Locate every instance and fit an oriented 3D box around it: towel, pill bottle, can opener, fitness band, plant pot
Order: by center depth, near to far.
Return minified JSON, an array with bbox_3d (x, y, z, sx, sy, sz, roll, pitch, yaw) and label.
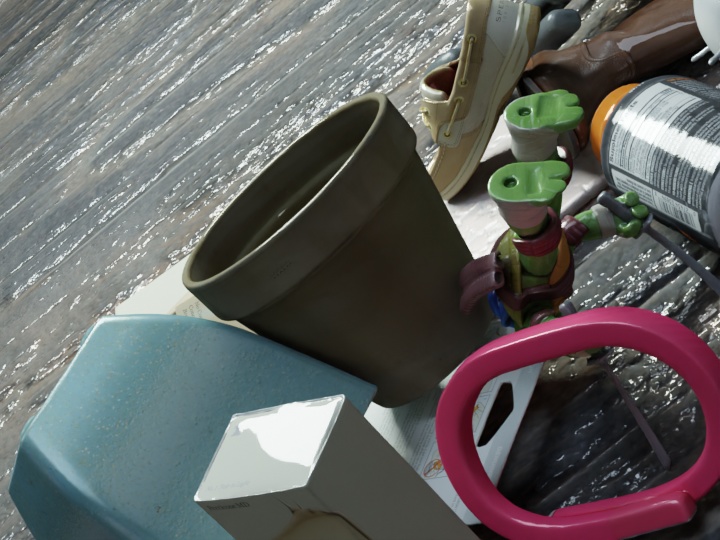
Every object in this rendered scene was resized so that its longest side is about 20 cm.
[{"bbox_3d":[0.141,0.100,1.135,0.200,0.144,0.037,-19,8,31],"label":"fitness band"},{"bbox_3d":[-0.135,0.142,1.283,0.196,0.200,0.196,-59,0,-29],"label":"plant pot"},{"bbox_3d":[0.242,-0.079,1.289,0.106,0.106,0.200,-44,28,-3],"label":"pill bottle"},{"bbox_3d":[0.000,0.000,1.302,0.200,0.174,0.200,-40,15,13],"label":"plant pot"},{"bbox_3d":[0.136,-0.071,1.486,0.191,0.032,0.200,-41,28,4],"label":"towel"},{"bbox_3d":[0.116,-0.186,1.568,0.200,0.067,0.053,-42,58,59],"label":"can opener"}]

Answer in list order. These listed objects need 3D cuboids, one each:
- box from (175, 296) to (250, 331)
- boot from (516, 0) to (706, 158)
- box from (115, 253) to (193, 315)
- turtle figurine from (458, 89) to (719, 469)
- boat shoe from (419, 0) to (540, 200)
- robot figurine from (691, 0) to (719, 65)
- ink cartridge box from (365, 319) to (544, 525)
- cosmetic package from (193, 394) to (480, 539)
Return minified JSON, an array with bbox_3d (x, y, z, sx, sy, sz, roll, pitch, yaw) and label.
[{"bbox_3d":[-0.043,0.029,1.476,0.200,0.078,0.095,-32,61,20],"label":"box"},{"bbox_3d":[0.227,-0.170,1.435,0.200,0.064,0.186,-23,26,3],"label":"boot"},{"bbox_3d":[-0.115,0.027,1.601,0.200,0.095,0.078,-36,30,14],"label":"box"},{"bbox_3d":[0.157,-0.013,1.187,0.144,0.194,0.200,-42,49,-21],"label":"turtle figurine"},{"bbox_3d":[0.082,-0.144,1.462,0.074,0.069,0.200,-77,8,-49],"label":"boat shoe"},{"bbox_3d":[0.334,-0.221,1.357,0.200,0.113,0.170,-39,-6,5],"label":"robot figurine"},{"bbox_3d":[0.062,0.122,1.305,0.173,0.044,0.200,-12,40,41],"label":"ink cartridge box"},{"bbox_3d":[0.001,0.173,1.147,0.103,0.200,0.073,-14,40,41],"label":"cosmetic package"}]
